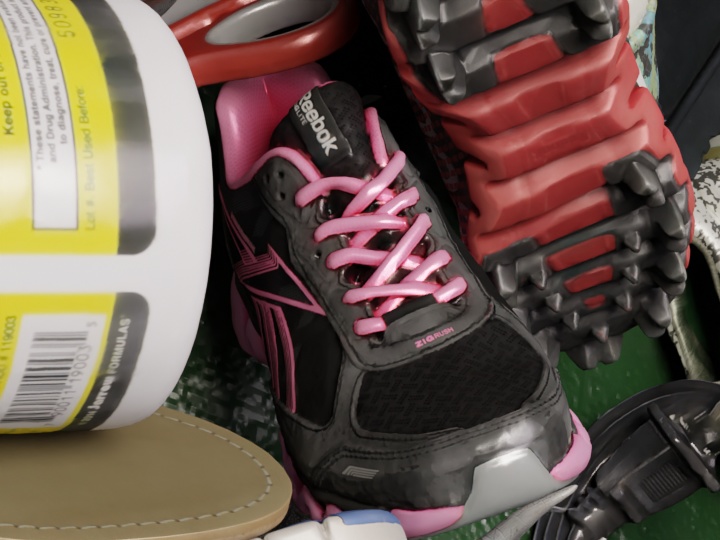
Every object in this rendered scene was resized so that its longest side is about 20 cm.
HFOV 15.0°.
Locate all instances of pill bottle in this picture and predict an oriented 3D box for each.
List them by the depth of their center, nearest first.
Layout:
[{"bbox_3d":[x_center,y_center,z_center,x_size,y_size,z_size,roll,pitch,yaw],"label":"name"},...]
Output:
[{"bbox_3d":[-0.146,-0.015,0.655,0.200,0.112,0.113,0,76,-26],"label":"pill bottle"}]

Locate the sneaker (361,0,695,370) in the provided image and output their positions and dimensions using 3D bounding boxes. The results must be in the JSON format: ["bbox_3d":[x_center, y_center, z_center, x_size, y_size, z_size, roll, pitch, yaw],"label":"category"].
[{"bbox_3d":[0.046,-0.055,0.785,0.201,0.071,0.098,67,3,-48],"label":"sneaker"}]

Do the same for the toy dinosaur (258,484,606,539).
[{"bbox_3d":[-0.042,0.087,0.767,0.200,0.077,0.102,22,57,0],"label":"toy dinosaur"}]

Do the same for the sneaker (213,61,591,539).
[{"bbox_3d":[0.000,0.000,0.744,0.079,0.200,0.096,-18,117,-12],"label":"sneaker"}]

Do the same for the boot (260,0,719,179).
[{"bbox_3d":[0.057,-0.106,0.912,0.162,0.073,0.198,43,51,-16],"label":"boot"}]

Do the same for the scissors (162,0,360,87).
[{"bbox_3d":[-0.089,-0.044,0.778,0.200,0.073,0.014,-27,122,-15],"label":"scissors"}]

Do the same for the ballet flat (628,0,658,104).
[{"bbox_3d":[0.046,-0.125,0.823,0.074,0.074,0.200,-36,100,-42],"label":"ballet flat"}]

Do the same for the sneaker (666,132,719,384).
[{"bbox_3d":[0.141,0.049,0.940,0.088,0.077,0.200,-19,82,-36],"label":"sneaker"}]

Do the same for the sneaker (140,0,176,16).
[{"bbox_3d":[-0.121,-0.128,0.701,0.200,0.082,0.077,28,65,-21],"label":"sneaker"}]

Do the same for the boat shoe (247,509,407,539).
[{"bbox_3d":[-0.074,0.123,0.650,0.072,0.200,0.073,61,7,-70],"label":"boat shoe"}]

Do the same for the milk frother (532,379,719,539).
[{"bbox_3d":[0.159,0.153,0.883,0.200,0.180,0.188,-102,178,-46],"label":"milk frother"}]

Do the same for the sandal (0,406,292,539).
[{"bbox_3d":[-0.126,0.076,0.690,0.211,0.078,0.070,2,117,-22],"label":"sandal"}]
